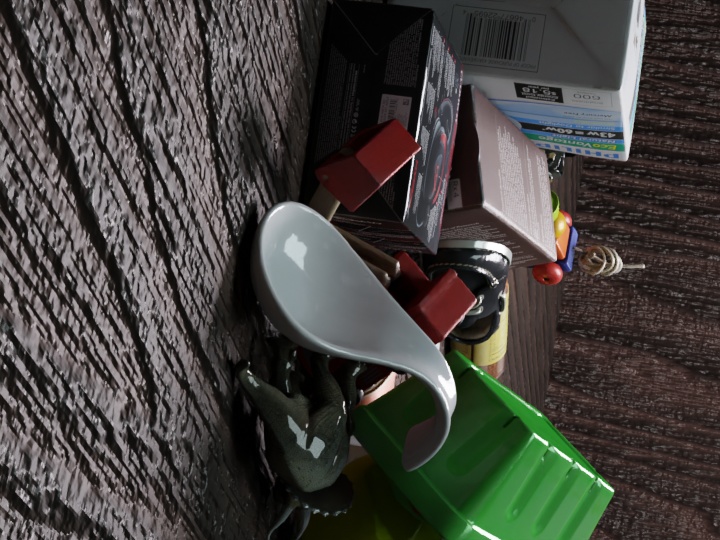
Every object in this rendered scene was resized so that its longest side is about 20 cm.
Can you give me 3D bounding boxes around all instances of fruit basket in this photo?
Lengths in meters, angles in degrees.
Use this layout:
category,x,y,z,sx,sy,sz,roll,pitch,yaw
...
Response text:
category,x,y,z,sx,sy,sz,roll,pitch,yaw
fruit basket,0.051,0.171,1.368,0.214,0.156,0.217,-27,142,-23

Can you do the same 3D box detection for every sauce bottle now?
category,x,y,z,sx,sy,sz,roll,pitch,yaw
sauce bottle,0.128,0.080,2.138,0.066,0.065,0.201,-71,167,-47

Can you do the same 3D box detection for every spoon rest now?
category,x,y,z,sx,sy,sz,roll,pitch,yaw
spoon rest,0.000,0.039,1.215,0.200,0.060,0.100,51,33,-27

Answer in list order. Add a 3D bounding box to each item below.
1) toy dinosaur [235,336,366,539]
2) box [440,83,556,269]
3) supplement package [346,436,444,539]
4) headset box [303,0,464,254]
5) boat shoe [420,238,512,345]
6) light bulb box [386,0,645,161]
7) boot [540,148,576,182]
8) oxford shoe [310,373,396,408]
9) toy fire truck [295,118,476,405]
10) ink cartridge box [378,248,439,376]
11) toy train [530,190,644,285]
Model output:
category,x,y,z,sx,sy,sz,roll,pitch,yaw
toy dinosaur,-0.033,0.103,1.245,0.200,0.076,0.103,80,6,-70
box,0.096,-0.069,1.579,0.200,0.074,0.101,34,49,-65
supplement package,0.069,0.241,1.547,0.147,0.198,0.193,14,84,-79
headset box,0.022,-0.096,1.399,0.200,0.074,0.150,31,67,-79
boat shoe,0.083,0.017,1.566,0.200,0.073,0.061,73,23,-78
light bulb box,0.130,-0.185,1.588,0.200,0.196,0.126,53,46,-74
boot,0.115,-0.093,1.736,0.200,0.137,0.078,-63,158,-58
oxford shoe,0.013,0.038,1.466,0.200,0.070,0.073,-60,151,-63
toy fire truck,0.000,0.000,1.281,0.049,0.141,0.200,-44,-175,-38
ink cartridge box,0.036,0.028,1.632,0.109,0.050,0.202,-55,152,-64
toy train,0.208,-0.047,2.111,0.116,0.198,0.085,71,28,-57
